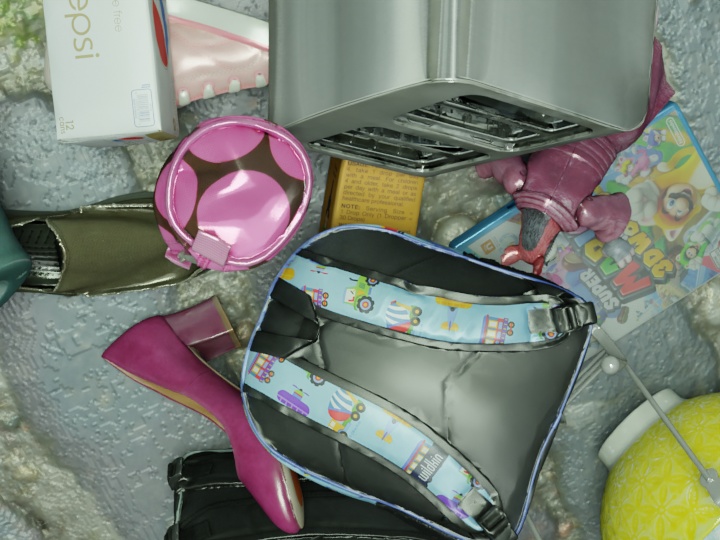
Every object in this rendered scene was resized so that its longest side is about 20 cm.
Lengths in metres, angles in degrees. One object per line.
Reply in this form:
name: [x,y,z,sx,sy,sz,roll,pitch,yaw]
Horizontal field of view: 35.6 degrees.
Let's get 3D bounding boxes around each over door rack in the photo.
over door rack: [0.160,0.140,0.798,0.067,0.200,0.148,27,111,-39]

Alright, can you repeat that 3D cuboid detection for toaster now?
toaster: [0.051,-0.135,0.663,0.200,0.181,0.119,9,78,-39]

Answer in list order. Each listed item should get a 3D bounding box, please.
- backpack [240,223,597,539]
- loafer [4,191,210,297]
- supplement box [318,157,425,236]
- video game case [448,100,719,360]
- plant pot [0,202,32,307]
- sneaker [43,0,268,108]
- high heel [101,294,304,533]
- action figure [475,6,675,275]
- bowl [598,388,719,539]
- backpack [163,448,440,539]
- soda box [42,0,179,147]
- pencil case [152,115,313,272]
backpack: [0.031,0.069,0.734,0.200,0.135,0.183,20,87,5]
loafer: [-0.194,-0.009,0.781,0.200,0.070,0.075,-7,108,-7]
supplement box: [0.000,0.000,0.816,0.069,0.067,0.200,4,107,-10]
video game case: [0.188,-0.017,0.864,0.200,0.018,0.143,-33,110,3]
plant pot: [-0.305,-0.033,0.662,0.200,0.200,0.188,-40,91,5]
sneaker: [-0.116,-0.131,0.751,0.200,0.075,0.105,15,99,-5]
high heel: [-0.109,0.111,0.782,0.096,0.200,0.067,-25,142,-6]
action figure: [0.154,-0.083,0.767,0.134,0.149,0.200,23,75,2]
bowl: [0.251,0.156,0.869,0.200,0.200,0.108,-45,66,6]
backpack: [-0.030,0.207,0.817,0.200,0.178,0.151,-10,118,-2]
soda box: [-0.154,-0.177,0.675,0.064,0.068,0.200,-5,93,1]
pencil case: [-0.084,-0.042,0.682,0.091,0.200,0.094,37,84,-9]
